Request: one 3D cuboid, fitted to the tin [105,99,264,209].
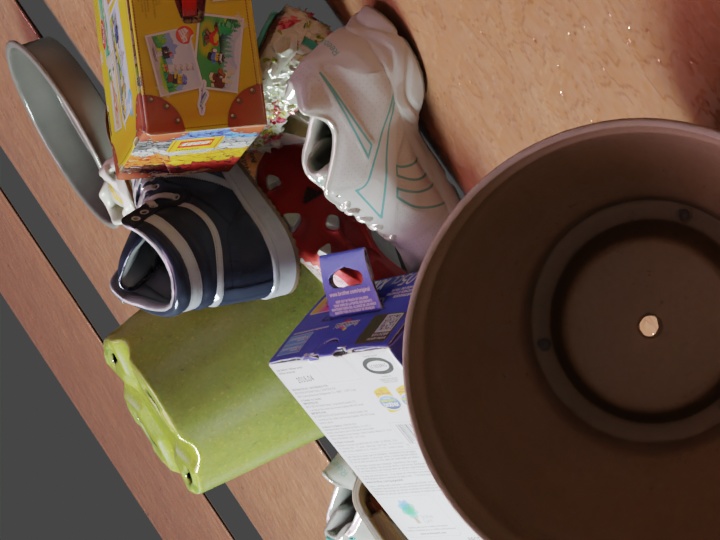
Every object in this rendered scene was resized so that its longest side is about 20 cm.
[{"bbox_3d":[-0.108,-0.074,1.608,0.201,0.111,0.042,68,-169,23],"label":"tin"}]

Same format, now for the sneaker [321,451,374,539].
[{"bbox_3d":[0.014,0.201,1.832,0.075,0.088,0.201,40,157,45],"label":"sneaker"}]

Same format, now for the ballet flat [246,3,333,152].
[{"bbox_3d":[-0.044,-0.110,1.472,0.063,0.076,0.200,24,169,-2],"label":"ballet flat"}]

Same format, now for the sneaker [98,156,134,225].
[{"bbox_3d":[-0.163,-0.081,1.866,0.077,0.080,0.200,58,164,6],"label":"sneaker"}]

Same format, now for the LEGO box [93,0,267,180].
[{"bbox_3d":[-0.118,-0.169,1.423,0.149,0.076,0.202,146,116,-75],"label":"LEGO box"}]

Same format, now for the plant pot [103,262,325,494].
[{"bbox_3d":[-0.076,0.059,1.663,0.201,0.183,0.201,52,163,23],"label":"plant pot"}]

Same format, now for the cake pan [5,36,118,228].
[{"bbox_3d":[-0.267,-0.134,2.170,0.201,0.037,0.201,52,163,23],"label":"cake pan"}]

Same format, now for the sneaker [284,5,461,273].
[{"bbox_3d":[0.007,-0.059,1.377,0.070,0.080,0.201,37,155,49],"label":"sneaker"}]

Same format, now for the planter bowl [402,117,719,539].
[{"bbox_3d":[0.125,0.030,1.013,0.201,0.199,0.135,59,-168,-2],"label":"planter bowl"}]

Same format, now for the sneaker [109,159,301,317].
[{"bbox_3d":[-0.133,-0.046,1.515,0.200,0.108,0.070,49,142,35],"label":"sneaker"}]

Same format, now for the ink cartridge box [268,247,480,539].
[{"bbox_3d":[0.037,0.077,1.419,0.200,0.076,0.136,50,149,-19],"label":"ink cartridge box"}]

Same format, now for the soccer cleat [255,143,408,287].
[{"bbox_3d":[0.000,0.000,1.524,0.200,0.068,0.085,45,160,17],"label":"soccer cleat"}]

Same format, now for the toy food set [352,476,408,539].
[{"bbox_3d":[0.067,0.202,1.684,0.201,0.060,0.144,55,-172,-3],"label":"toy food set"}]
